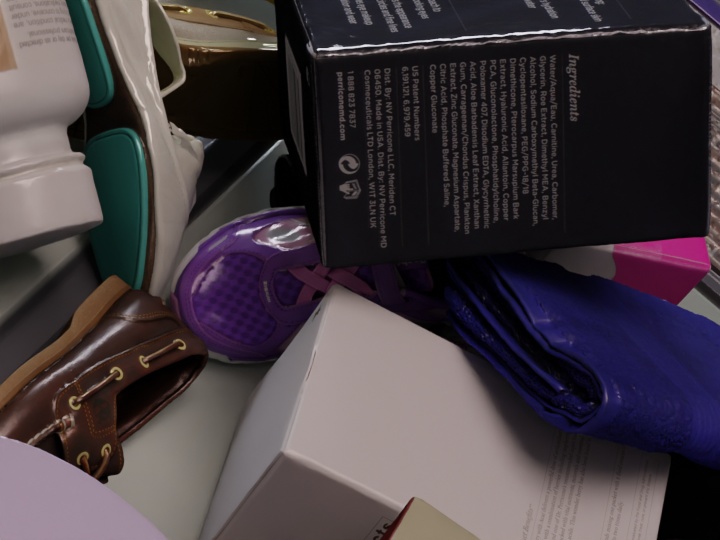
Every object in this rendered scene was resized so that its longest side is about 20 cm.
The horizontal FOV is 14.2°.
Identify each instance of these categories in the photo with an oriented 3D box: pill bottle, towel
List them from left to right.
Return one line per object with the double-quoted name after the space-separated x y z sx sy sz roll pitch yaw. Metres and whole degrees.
-0.200 -0.108 1.465 0.114 0.114 0.201 -15 88 -38 "pill bottle"
0.141 0.057 1.478 0.200 0.050 0.148 17 24 -42 "towel"

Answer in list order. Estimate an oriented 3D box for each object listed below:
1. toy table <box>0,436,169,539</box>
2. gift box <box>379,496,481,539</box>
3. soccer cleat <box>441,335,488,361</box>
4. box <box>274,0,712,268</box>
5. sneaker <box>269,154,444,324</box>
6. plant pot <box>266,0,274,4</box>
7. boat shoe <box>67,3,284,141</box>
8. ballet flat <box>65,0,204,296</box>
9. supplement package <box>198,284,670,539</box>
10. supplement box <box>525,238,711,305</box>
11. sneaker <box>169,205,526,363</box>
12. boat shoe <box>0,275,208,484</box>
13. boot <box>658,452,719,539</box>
-0.150 0.180 1.295 0.183 0.117 0.200 -22 68 -40 "toy table"
0.034 0.254 1.304 0.186 0.185 0.200 33 39 -1 "gift box"
0.071 0.062 1.569 0.199 0.070 0.086 8 36 -29 "soccer cleat"
0.063 -0.094 1.484 0.199 0.118 0.197 -5 22 -5 "box"
0.012 -0.073 1.624 0.115 0.076 0.201 18 50 -20 "sneaker"
0.003 -0.248 1.669 0.200 0.200 0.177 25 63 -33 "plant pot"
-0.119 -0.112 1.587 0.199 0.074 0.066 8 22 -22 "boat shoe"
-0.115 -0.081 1.512 0.069 0.069 0.201 -14 93 -38 "ballet flat"
0.036 0.123 1.450 0.199 0.120 0.122 28 45 -10 "supplement package"
0.121 -0.061 1.663 0.101 0.103 0.201 12 49 -24 "supplement box"
0.000 0.000 1.516 0.199 0.088 0.081 -9 90 -13 "sneaker"
-0.143 0.074 1.415 0.070 0.070 0.200 36 45 5 "boat shoe"
0.231 0.160 1.574 0.198 0.073 0.163 -7 59 -40 "boot"
